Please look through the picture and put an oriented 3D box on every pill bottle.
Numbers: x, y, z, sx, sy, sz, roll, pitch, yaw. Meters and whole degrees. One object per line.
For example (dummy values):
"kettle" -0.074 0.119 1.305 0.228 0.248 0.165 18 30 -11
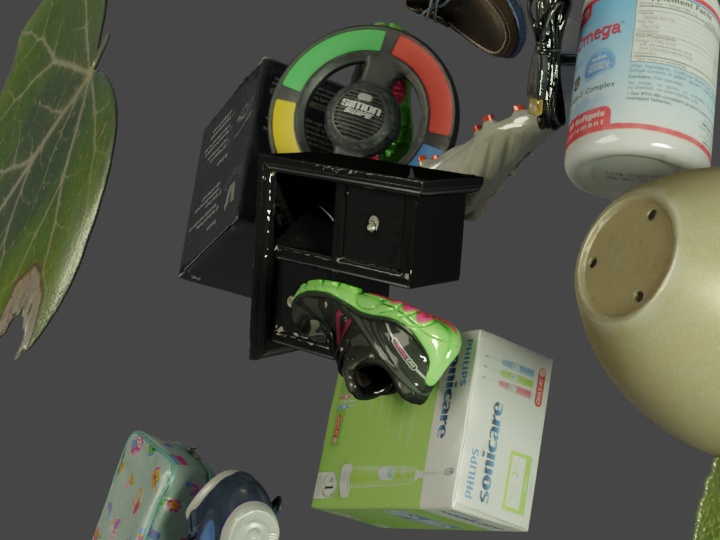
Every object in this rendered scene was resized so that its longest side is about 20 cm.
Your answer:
"pill bottle" 0.221 -0.161 0.996 0.109 0.108 0.201 -19 56 52

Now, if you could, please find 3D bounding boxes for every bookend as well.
"bookend" 0.000 0.000 1.187 0.198 0.092 0.201 14 105 39

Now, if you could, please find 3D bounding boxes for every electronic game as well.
"electronic game" 0.002 -0.153 1.303 0.199 0.042 0.201 -3 77 12

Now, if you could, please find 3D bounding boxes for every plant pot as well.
"plant pot" 0.223 0.013 0.862 0.200 0.134 0.201 -35 45 44

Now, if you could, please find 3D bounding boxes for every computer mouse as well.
"computer mouse" 0.170 -0.179 1.074 0.200 0.044 0.110 -38 -53 -72

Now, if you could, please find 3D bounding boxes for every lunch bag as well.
"lunch bag" -0.245 0.290 1.488 0.160 0.077 0.201 21 90 61

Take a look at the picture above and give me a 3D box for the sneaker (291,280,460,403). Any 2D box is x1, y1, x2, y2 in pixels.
"sneaker" -0.002 0.060 1.062 0.200 0.077 0.084 15 82 57

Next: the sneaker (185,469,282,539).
"sneaker" -0.149 0.307 1.336 0.201 0.080 0.146 -69 22 5

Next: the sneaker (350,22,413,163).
"sneaker" 0.020 -0.161 1.371 0.084 0.076 0.201 122 160 -79

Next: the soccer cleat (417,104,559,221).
"soccer cleat" 0.112 -0.090 1.181 0.200 0.069 0.078 -27 79 40

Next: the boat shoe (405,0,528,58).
"boat shoe" 0.078 -0.273 1.253 0.200 0.072 0.072 47 138 22

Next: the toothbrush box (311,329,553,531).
"toothbrush box" 0.058 0.140 1.092 0.200 0.086 0.146 -16 57 54

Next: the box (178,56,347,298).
"box" -0.108 -0.096 1.444 0.197 0.117 0.201 -35 42 58
